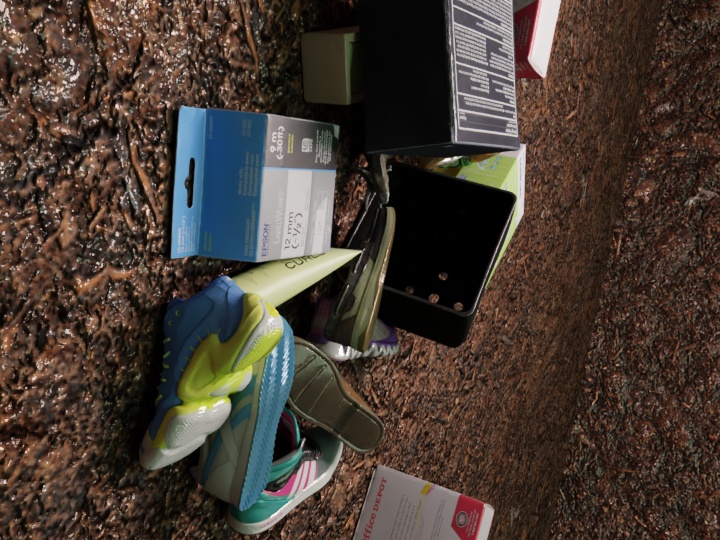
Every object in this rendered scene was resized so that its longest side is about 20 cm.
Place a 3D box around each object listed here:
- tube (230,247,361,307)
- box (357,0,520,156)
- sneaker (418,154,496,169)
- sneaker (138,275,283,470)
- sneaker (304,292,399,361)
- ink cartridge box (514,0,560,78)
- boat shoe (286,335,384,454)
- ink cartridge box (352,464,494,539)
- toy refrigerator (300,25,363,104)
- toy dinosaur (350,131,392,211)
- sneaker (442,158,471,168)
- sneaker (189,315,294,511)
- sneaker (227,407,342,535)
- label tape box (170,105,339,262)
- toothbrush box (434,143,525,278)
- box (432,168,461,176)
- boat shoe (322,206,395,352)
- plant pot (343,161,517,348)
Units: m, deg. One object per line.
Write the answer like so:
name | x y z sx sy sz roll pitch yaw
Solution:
tube | -0.085 0.005 0.773 0.199 0.058 0.052 -29 160 -48
box | 0.096 -0.239 0.801 0.198 0.121 0.204 -10 97 -55
sneaker | 0.157 -0.208 0.996 0.197 0.075 0.090 -12 79 -40
sneaker | -0.163 0.092 0.666 0.201 0.105 0.076 -49 160 5
sneaker | -0.005 0.071 0.930 0.199 0.079 0.091 7 87 -60
ink cartridge box | 0.164 -0.351 0.936 0.085 0.196 0.152 5 96 -60
boat shoe | -0.051 0.151 0.844 0.072 0.068 0.201 -41 119 -10
ink cartridge box | 0.102 0.423 1.113 0.086 0.196 0.151 44 63 -57
toy refrigerator | 0.012 -0.260 0.843 0.199 0.068 0.078 -34 128 -53
toy dinosaur | 0.034 -0.190 0.913 0.076 0.102 0.204 25 58 -15
sneaker | 0.154 -0.262 1.069 0.078 0.083 0.205 -61 155 -67
sneaker | -0.125 0.142 0.720 0.076 0.079 0.205 15 90 -69
sneaker | -0.085 0.212 0.831 0.199 0.082 0.124 -32 136 -51
label tape box | -0.102 -0.086 0.707 0.199 0.065 0.147 -12 111 -61
toothbrush box | 0.201 -0.097 1.124 0.201 0.084 0.148 -54 147 -35
box | 0.165 -0.162 1.170 0.201 0.049 0.077 -51 143 -39
boat shoe | 0.000 0.001 0.848 0.072 0.064 0.205 98 4 -60
plant pot | 0.101 -0.003 0.987 0.203 0.195 0.179 -62 157 -27
